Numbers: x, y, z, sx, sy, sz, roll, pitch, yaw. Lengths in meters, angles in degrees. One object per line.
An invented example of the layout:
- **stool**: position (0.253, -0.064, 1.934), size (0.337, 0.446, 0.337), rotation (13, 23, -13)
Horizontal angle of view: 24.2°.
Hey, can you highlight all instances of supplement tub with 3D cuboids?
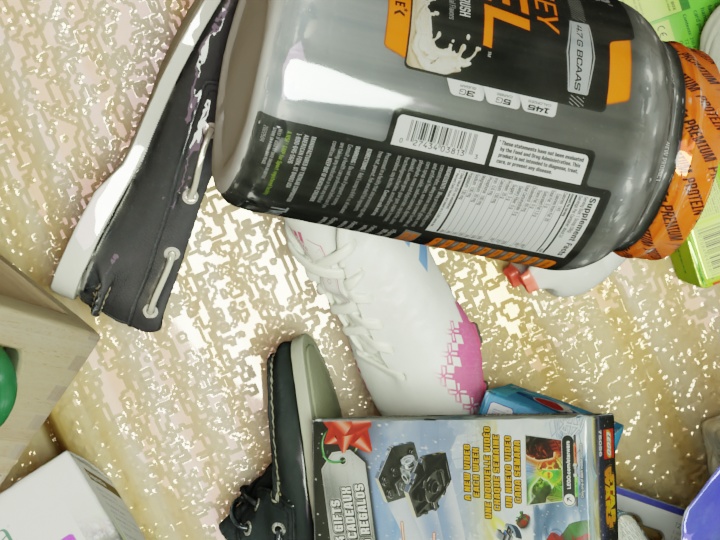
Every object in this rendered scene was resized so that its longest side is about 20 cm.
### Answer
- **supplement tub**: position (0.045, -0.069, 0.718), size (0.200, 0.123, 0.123), rotation (11, 95, -15)

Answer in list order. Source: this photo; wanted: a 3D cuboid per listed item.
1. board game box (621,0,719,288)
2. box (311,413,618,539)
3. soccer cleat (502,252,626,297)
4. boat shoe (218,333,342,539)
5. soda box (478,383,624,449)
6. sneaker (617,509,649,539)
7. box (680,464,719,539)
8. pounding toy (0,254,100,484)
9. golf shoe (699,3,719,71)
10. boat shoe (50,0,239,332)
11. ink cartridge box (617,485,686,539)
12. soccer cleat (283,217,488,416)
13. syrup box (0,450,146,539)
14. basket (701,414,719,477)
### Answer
- **board game box**: position (0.180, -0.103, 0.833), size (0.102, 0.048, 0.200), rotation (-20, 98, -4)
- **box**: position (0.047, 0.164, 0.748), size (0.137, 0.040, 0.200), rotation (-3, 86, 28)
- **soccer cleat**: position (0.073, -0.081, 0.820), size (0.078, 0.069, 0.200), rotation (-30, 105, -6)
- **boat shoe**: position (-0.036, 0.132, 0.826), size (0.066, 0.075, 0.200), rotation (-7, 102, 12)
- **soda box**: position (0.062, 0.159, 0.810), size (0.064, 0.068, 0.200), rotation (21, 95, 13)
- **sneaker**: position (0.176, 0.182, 0.752), size (0.086, 0.078, 0.200), rotation (-40, 85, 33)
- **box**: position (0.234, 0.140, 0.695), size (0.200, 0.041, 0.119), rotation (38, 84, 2)
- **pounding toy**: position (-0.227, 0.042, 0.708), size (0.200, 0.184, 0.142), rotation (36, 93, 20)
- **golf shoe**: position (0.220, -0.037, 0.774), size (0.075, 0.092, 0.200), rotation (-27, 99, -4)
- **boat shoe**: position (-0.079, -0.064, 0.801), size (0.060, 0.074, 0.200), rotation (27, 96, -7)
- **ink cartridge box**: position (0.107, 0.204, 0.864), size (0.095, 0.037, 0.200), rotation (19, 96, -5)
- **soccer cleat**: position (0.000, 0.000, 0.803), size (0.070, 0.086, 0.200), rotation (-14, 92, 39)
- **syrup box**: position (-0.112, 0.191, 0.782), size (0.079, 0.081, 0.200), rotation (-33, 72, -3)
- **basket**: position (0.261, 0.152, 0.828), size (0.135, 0.123, 0.200), rotation (-15, 98, -4)
